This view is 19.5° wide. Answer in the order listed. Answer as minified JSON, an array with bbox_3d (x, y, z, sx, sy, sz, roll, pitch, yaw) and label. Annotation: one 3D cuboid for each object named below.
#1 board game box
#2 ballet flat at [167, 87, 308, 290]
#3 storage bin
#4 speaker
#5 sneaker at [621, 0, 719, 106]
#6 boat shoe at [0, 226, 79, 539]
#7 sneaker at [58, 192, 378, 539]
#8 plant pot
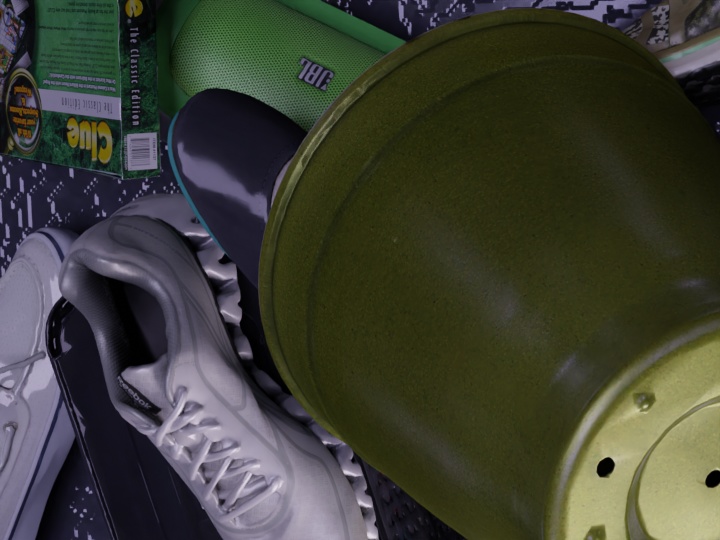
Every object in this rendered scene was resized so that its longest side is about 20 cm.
[{"bbox_3d":[-0.147,-0.102,0.963,0.199,0.023,0.106,14,104,56],"label":"board game box"},{"bbox_3d":[0.000,0.000,0.869,0.073,0.073,0.201,-23,122,23],"label":"ballet flat"},{"bbox_3d":[-0.045,0.084,0.971,0.134,0.094,0.202,-18,92,24],"label":"storage bin"},{"bbox_3d":[-0.017,-0.069,0.939,0.199,0.088,0.089,27,107,16],"label":"speaker"},{"bbox_3d":[0.166,-0.129,0.872,0.199,0.077,0.089,-23,76,18],"label":"sneaker"},{"bbox_3d":[-0.194,0.072,1.025,0.075,0.086,0.203,40,117,42],"label":"boat shoe"},{"bbox_3d":[-0.063,0.064,0.883,0.075,0.081,0.201,-33,87,21],"label":"sneaker"},{"bbox_3d":[0.086,0.030,0.765,0.202,0.199,0.193,-68,29,17],"label":"plant pot"}]
